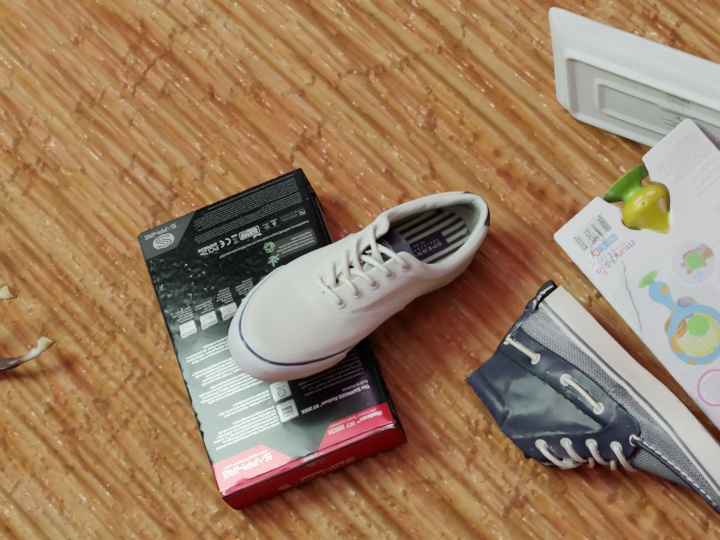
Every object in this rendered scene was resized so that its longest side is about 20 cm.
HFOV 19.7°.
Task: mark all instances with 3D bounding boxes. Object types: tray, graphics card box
[{"bbox_3d":[0.209,-0.099,1.330,0.200,0.107,0.022,23,64,21],"label":"tray"},{"bbox_3d":[-0.060,0.044,1.373,0.125,0.051,0.200,-23,66,4],"label":"graphics card box"}]

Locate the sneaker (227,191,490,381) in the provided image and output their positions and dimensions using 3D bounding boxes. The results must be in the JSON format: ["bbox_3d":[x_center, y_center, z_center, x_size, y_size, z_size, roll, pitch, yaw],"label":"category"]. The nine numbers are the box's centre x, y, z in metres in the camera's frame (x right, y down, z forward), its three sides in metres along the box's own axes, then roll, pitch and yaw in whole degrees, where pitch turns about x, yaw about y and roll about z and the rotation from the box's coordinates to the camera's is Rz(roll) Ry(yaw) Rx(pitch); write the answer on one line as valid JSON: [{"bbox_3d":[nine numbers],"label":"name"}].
[{"bbox_3d":[0.000,0.000,1.316,0.200,0.071,0.073,-33,74,-33],"label":"sneaker"}]

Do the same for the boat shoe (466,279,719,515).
[{"bbox_3d":[0.154,0.103,1.291,0.093,0.075,0.200,-44,57,2],"label":"boat shoe"}]

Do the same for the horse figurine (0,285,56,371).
[{"bbox_3d":[-0.298,0.027,1.434,0.132,0.050,0.200,-38,72,16],"label":"horse figurine"}]

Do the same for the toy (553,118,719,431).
[{"bbox_3d":[0.230,0.016,1.307,0.115,0.047,0.200,-41,79,6],"label":"toy"}]
